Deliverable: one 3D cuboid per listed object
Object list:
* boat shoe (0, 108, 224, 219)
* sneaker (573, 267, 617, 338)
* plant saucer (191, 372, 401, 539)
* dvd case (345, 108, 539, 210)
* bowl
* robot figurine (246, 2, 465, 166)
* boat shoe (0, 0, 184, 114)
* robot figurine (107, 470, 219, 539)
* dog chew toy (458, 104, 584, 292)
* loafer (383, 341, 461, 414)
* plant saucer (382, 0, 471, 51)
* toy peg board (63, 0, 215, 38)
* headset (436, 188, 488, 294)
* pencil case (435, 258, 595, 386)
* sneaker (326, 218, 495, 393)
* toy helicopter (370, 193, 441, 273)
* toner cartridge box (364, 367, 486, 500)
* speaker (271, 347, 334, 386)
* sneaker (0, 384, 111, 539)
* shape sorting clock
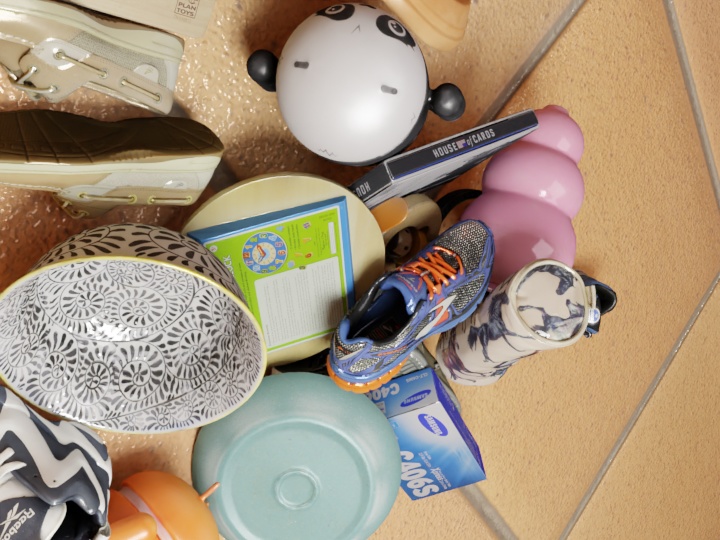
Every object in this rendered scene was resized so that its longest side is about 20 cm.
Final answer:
[{"bbox_3d":[-0.196,-0.072,0.614,0.198,0.074,0.067,-3,131,-36],"label":"boat shoe"},{"bbox_3d":[0.256,0.045,1.063,0.198,0.089,0.080,-18,114,-38],"label":"sneaker"},{"bbox_3d":[-0.059,0.194,0.771,0.197,0.036,0.203,-1,106,-2],"label":"plant saucer"},{"bbox_3d":[0.057,-0.093,0.798,0.199,0.150,0.025,-23,87,-36],"label":"dvd case"},{"bbox_3d":[-0.168,0.029,0.633,0.198,0.095,0.202,-2,135,-2],"label":"bowl"},{"bbox_3d":[-0.002,-0.152,0.699,0.149,0.200,0.126,-29,92,8],"label":"robot figurine"},{"bbox_3d":[-0.211,-0.148,0.578,0.199,0.072,0.066,0,102,-49],"label":"boat shoe"},{"bbox_3d":[-0.197,0.244,0.680,0.199,0.116,0.145,-35,124,-30],"label":"robot figurine"},{"bbox_3d":[0.174,-0.074,0.863,0.124,0.124,0.202,28,78,-44],"label":"dog chew toy"},{"bbox_3d":[0.060,0.111,0.907,0.201,0.074,0.070,64,15,-52],"label":"loafer"},{"bbox_3d":[0.035,-0.280,0.701,0.200,0.037,0.202,42,32,-34],"label":"plant saucer"},{"bbox_3d":[-0.180,-0.289,0.562,0.198,0.098,0.201,5,116,-43],"label":"toy peg board"},{"bbox_3d":[0.147,-0.024,0.967,0.198,0.094,0.125,11,93,-29],"label":"headset"},{"bbox_3d":[0.144,0.055,0.802,0.088,0.200,0.079,-10,74,-19],"label":"pencil case"},{"bbox_3d":[0.050,0.024,0.740,0.200,0.075,0.079,-45,157,-18],"label":"sneaker"},{"bbox_3d":[0.000,0.000,0.810,0.200,0.079,0.133,-41,151,-7],"label":"toy helicopter"},{"bbox_3d":[0.065,0.182,0.901,0.094,0.044,0.201,-20,140,11],"label":"toner cartridge box"},{"bbox_3d":[-0.047,0.180,0.827,0.081,0.081,0.203,-14,113,-39],"label":"speaker"},{"bbox_3d":[-0.253,0.143,0.570,0.080,0.130,0.199,-49,126,1],"label":"sneaker"},{"bbox_3d":[-0.073,0.004,0.729,0.198,0.039,0.202,-14,129,-17],"label":"shape sorting clock"}]
